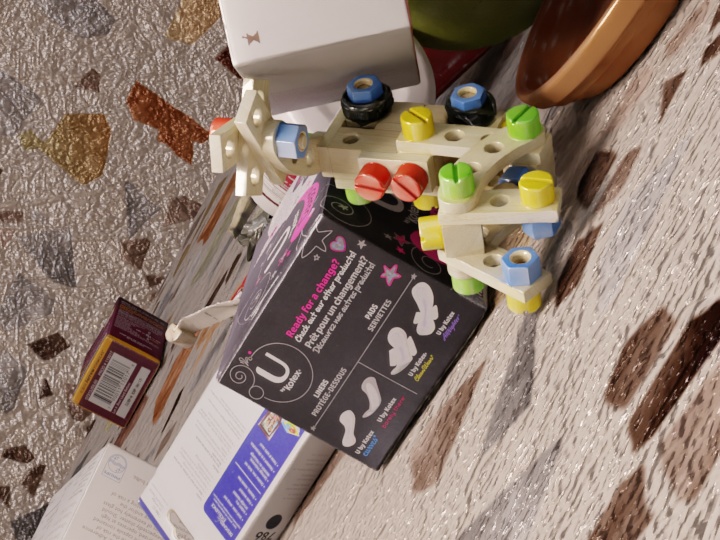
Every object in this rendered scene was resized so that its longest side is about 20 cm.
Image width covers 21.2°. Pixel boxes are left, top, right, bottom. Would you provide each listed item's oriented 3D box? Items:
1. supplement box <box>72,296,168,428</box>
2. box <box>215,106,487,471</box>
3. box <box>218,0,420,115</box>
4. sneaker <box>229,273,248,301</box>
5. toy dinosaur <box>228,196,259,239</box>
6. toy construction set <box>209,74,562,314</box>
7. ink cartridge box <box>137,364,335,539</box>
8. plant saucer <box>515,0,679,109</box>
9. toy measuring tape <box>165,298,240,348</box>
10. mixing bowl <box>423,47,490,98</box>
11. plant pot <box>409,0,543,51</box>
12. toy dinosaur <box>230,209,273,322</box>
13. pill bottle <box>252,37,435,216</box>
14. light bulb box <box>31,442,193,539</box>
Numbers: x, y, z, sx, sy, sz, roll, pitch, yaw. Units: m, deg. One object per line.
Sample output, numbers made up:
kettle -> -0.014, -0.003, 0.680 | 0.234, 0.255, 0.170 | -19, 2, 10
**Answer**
supplement box -> -0.338, 0.128, 2.715 | 0.111, 0.085, 0.200 | -60, 10, 12
box -> 0.000, 0.000, 1.167 | 0.132, 0.114, 0.200 | -57, 10, 23
box -> -0.027, -0.168, 1.081 | 0.200, 0.097, 0.125 | 37, -139, -86
sneaker -> -0.049, -0.016, 1.621 | 0.113, 0.071, 0.200 | -63, 1, -37
toy dinosaur -> -0.042, -0.092, 1.490 | 0.200, 0.088, 0.048 | -25, -38, -31
toy construction set -> 0.021, -0.051, 1.023 | 0.131, 0.199, 0.092 | -60, -17, -44
ink cartridge box -> -0.069, 0.112, 1.290 | 0.099, 0.039, 0.200 | 48, 113, 35
plant saucer -> 0.155, -0.176, 1.095 | 0.201, 0.037, 0.200 | -58, 11, 17
toy measuring tape -> -0.049, 0.038, 1.346 | 0.199, 0.074, 0.074 | -23, 28, 25
mixing bowl -> 0.036, -0.185, 1.464 | 0.200, 0.108, 0.200 | -43, 1, 1
plant pot -> 0.075, -0.242, 1.224 | 0.188, 0.187, 0.200 | -61, 7, -2
toy dinosaur -> -0.042, 0.025, 1.485 | 0.200, 0.102, 0.136 | -25, 43, 29
pill bottle -> -0.025, -0.100, 1.351 | 0.113, 0.113, 0.200 | -64, 7, -18
light bulb box -> -0.204, 0.264, 1.459 | 0.201, 0.124, 0.198 | -66, 11, -25
